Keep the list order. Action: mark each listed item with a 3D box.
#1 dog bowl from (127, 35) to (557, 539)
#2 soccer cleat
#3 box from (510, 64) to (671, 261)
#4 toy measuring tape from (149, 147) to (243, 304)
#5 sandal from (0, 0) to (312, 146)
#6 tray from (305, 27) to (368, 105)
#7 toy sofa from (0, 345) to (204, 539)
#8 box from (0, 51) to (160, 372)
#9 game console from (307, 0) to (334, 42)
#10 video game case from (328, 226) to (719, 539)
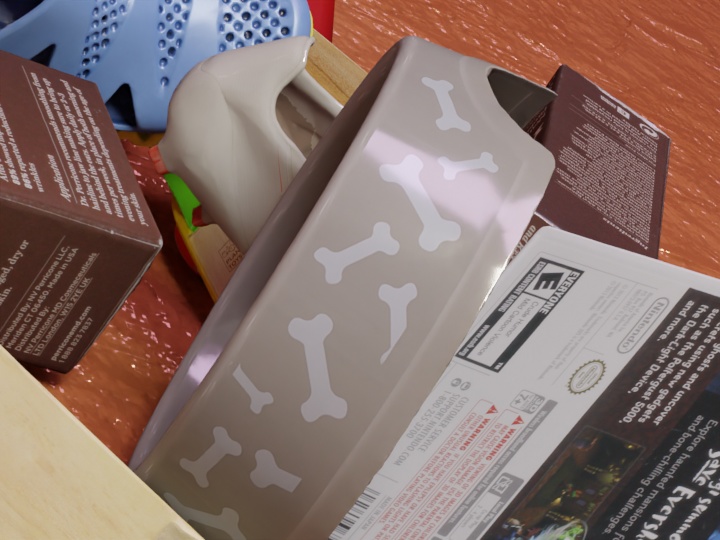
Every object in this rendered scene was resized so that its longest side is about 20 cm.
[{"bbox_3d":[-0.009,0.011,0.814,0.059,0.200,0.200,33,24,-6],"label":"dog bowl"},{"bbox_3d":[0.000,0.000,0.944,0.200,0.077,0.069,54,31,-23],"label":"soccer cleat"},{"bbox_3d":[0.088,-0.011,1.173,0.075,0.100,0.200,33,23,-7],"label":"box"},{"bbox_3d":[-0.027,0.005,1.038,0.073,0.074,0.201,5,50,-50],"label":"toy measuring tape"},{"bbox_3d":[-0.117,-0.098,0.978,0.199,0.087,0.080,-1,74,-7],"label":"sandal"},{"bbox_3d":[0.000,-0.057,1.115,0.099,0.037,0.200,40,-1,6],"label":"tray"},{"bbox_3d":[-0.127,0.067,0.767,0.200,0.083,0.098,43,-19,11],"label":"toy sofa"},{"bbox_3d":[-0.179,-0.040,0.879,0.199,0.075,0.100,20,30,-37],"label":"box"},{"bbox_3d":[-0.122,-0.168,1.265,0.199,0.118,0.173,20,60,-32],"label":"game console"},{"bbox_3d":[0.067,0.079,0.820,0.181,0.200,0.023,19,-30,47],"label":"video game case"}]
